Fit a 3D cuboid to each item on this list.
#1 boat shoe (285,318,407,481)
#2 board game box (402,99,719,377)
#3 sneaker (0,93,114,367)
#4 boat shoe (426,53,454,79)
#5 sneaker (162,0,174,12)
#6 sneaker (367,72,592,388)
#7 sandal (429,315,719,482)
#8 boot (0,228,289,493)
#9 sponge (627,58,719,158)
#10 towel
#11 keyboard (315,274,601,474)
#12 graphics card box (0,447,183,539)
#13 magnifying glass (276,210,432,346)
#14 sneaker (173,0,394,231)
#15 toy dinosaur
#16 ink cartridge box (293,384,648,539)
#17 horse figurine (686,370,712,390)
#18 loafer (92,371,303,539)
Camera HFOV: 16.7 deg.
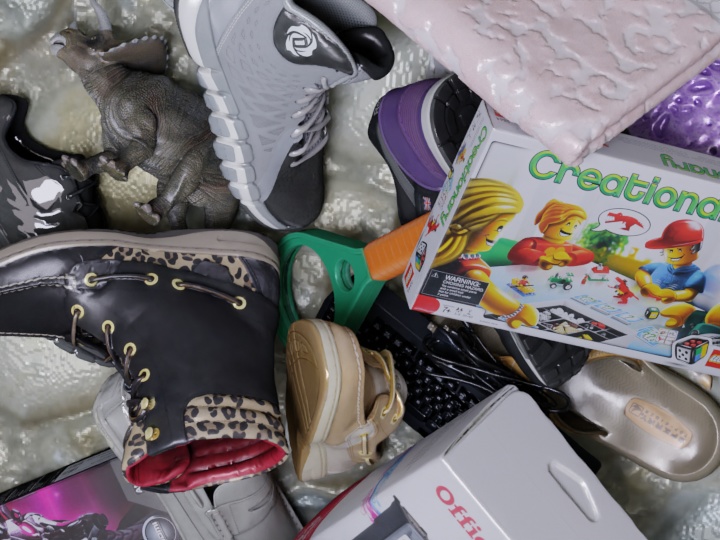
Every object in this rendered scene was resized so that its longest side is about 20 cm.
[{"bbox_3d":[-0.006,0.074,1.481,0.069,0.200,0.074,-9,73,-7],"label":"boat shoe"},{"bbox_3d":[0.138,-0.015,1.374,0.200,0.035,0.126,12,124,-17],"label":"board game box"},{"bbox_3d":[-0.192,-0.024,1.549,0.091,0.076,0.200,-40,95,12],"label":"sneaker"},{"bbox_3d":[0.069,-0.129,1.463,0.074,0.065,0.200,1,104,12],"label":"boat shoe"},{"bbox_3d":[-0.120,-0.195,1.479,0.200,0.086,0.078,37,109,1],"label":"sneaker"},{"bbox_3d":[0.072,-0.024,1.456,0.088,0.076,0.200,-5,113,52],"label":"sneaker"},{"bbox_3d":[0.134,0.071,1.505,0.200,0.054,0.080,28,108,5],"label":"sandal"},{"bbox_3d":[-0.138,0.054,1.460,0.200,0.151,0.073,-3,147,-11],"label":"boot"},{"bbox_3d":[0.197,-0.124,1.424,0.112,0.030,0.200,-27,79,18],"label":"sponge"},{"bbox_3d":[0.107,-0.166,1.364,0.200,0.191,0.032,41,149,22],"label":"towel"},{"bbox_3d":[0.052,0.079,1.502,0.200,0.040,0.104,38,133,11],"label":"keyboard"},{"bbox_3d":[-0.191,0.196,1.614,0.200,0.051,0.126,-22,97,16],"label":"graphics card box"},{"bbox_3d":[0.000,0.000,1.475,0.200,0.022,0.080,-27,76,56],"label":"magnifying glass"},{"bbox_3d":[-0.029,-0.100,1.449,0.115,0.075,0.200,1,135,25],"label":"sneaker"},{"bbox_3d":[-0.114,-0.074,1.510,0.200,0.077,0.102,43,66,-15],"label":"toy dinosaur"},{"bbox_3d":[0.062,0.178,1.490,0.148,0.086,0.200,50,141,-1],"label":"ink cartridge box"},{"bbox_3d":[0.206,-0.022,1.466,0.133,0.050,0.200,42,110,5],"label":"horse figurine"},{"bbox_3d":[-0.085,0.137,1.545,0.070,0.070,0.200,-21,119,42],"label":"loafer"}]
